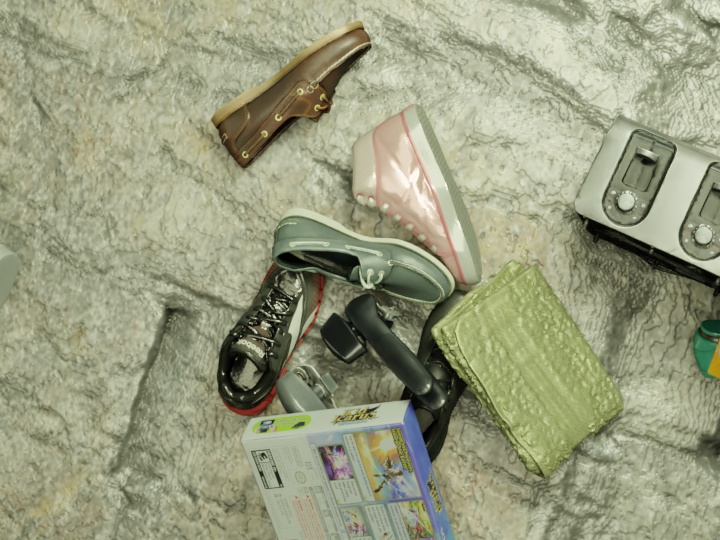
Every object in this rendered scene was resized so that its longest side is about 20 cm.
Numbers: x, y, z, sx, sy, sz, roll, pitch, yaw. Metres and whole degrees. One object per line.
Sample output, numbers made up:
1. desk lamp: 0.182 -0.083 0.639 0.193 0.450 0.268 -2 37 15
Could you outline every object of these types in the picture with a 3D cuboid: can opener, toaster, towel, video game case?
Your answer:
1. can opener: 0.033 0.088 1.597 0.079 0.063 0.200 -53 41 2
2. toaster: 0.321 -0.059 1.557 0.179 0.200 0.120 26 90 14
3. can opener: -0.020 0.189 1.642 0.067 0.053 0.201 -35 90 -36
4. towel: 0.177 0.101 1.613 0.148 0.036 0.201 -36 88 -25
5. video game case: -0.008 0.236 1.602 0.179 0.046 0.202 -8 118 20

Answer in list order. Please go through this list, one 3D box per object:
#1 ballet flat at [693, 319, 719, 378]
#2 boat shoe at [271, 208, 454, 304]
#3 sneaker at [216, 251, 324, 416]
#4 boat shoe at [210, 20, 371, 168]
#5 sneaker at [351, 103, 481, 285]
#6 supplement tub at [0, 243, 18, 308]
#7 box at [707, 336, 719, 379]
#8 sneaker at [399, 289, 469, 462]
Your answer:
1. ballet flat: 0.445 0.092 1.602 0.197 0.067 0.071 3 114 7
2. boat shoe: 0.000 0.000 1.612 0.198 0.062 0.073 22 135 0
3. sneaker: -0.097 0.063 1.647 0.070 0.098 0.202 26 92 8
4. boat shoe: -0.065 -0.187 1.658 0.199 0.070 0.071 -35 79 14
5. sneaker: 0.054 -0.066 1.642 0.104 0.075 0.202 -23 88 13
6. supplement tub: -0.488 -0.018 1.674 0.199 0.140 0.141 31 93 6
7. box: 0.406 0.017 1.535 0.041 0.200 0.120 22 124 17
8. sneaker: 0.082 0.119 1.627 0.075 0.091 0.202 17 91 8
